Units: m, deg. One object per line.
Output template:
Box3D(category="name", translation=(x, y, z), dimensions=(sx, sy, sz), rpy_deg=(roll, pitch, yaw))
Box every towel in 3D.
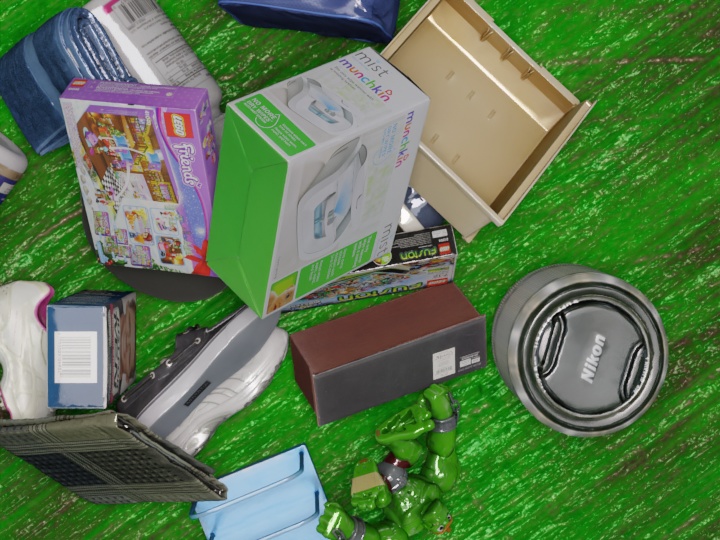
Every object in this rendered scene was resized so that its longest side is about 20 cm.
Box3D(category="towel", translation=(-0.300, -0.188, 1.414), dimensions=(0.048, 0.199, 0.112), rpy_deg=(-39, 104, -32))
Box3D(category="towel", translation=(-0.254, 0.187, 1.429), dimensions=(0.198, 0.193, 0.035), rpy_deg=(-6, 56, 32))

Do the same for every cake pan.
Box3D(category="cake pan", translation=(-0.200, -0.045, 1.451), dimensions=(0.198, 0.037, 0.202), rpy_deg=(10, 131, 11))

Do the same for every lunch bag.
Box3D(category="lunch bag", translation=(-0.053, -0.316, 1.440), dimensions=(0.198, 0.136, 0.134), rpy_deg=(9, 90, 8))

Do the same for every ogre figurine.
Box3D(category="ogre figurine", translation=(0.045, 0.225, 1.494), dimensions=(0.097, 0.201, 0.120), rpy_deg=(0, 139, 32))

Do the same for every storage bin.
Box3D(category="storage bin", translation=(0.110, -0.171, 1.455), dimensions=(0.200, 0.094, 0.199), rpy_deg=(42, 67, -4))

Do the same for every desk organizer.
Box3D(category="desk organizer", translation=(0.029, 0.085, 1.507), dimensions=(0.198, 0.077, 0.072), rpy_deg=(-18, 129, -16))

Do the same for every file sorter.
Box3D(category="file sorter", translation=(-0.086, 0.312, 1.498), dimensions=(0.137, 0.123, 0.202), rpy_deg=(-21, 95, 0))

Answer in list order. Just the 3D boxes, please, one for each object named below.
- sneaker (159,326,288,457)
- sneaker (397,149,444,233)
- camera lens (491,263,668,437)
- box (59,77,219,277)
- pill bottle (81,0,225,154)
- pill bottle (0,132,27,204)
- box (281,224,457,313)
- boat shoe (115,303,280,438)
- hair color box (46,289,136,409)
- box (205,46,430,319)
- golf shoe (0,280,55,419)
Box3D(category="sneaker", translation=(-0.164, 0.119, 1.506), dimensions=(0.200, 0.078, 0.099), rpy_deg=(-43, 90, 0))
Box3D(category="sneaker", translation=(0.025, -0.126, 1.500), dimensions=(0.084, 0.075, 0.200), rpy_deg=(-41, 101, -5))
Box3D(category="camera lens", translation=(0.219, 0.077, 1.453), dimensions=(0.158, 0.200, 0.162), rpy_deg=(0, 95, -2))
Box3D(category="box", translation=(-0.202, -0.087, 1.364), dimensions=(0.135, 0.039, 0.202), rpy_deg=(7, 131, 13))
Box3D(category="pill bottle", translation=(-0.214, -0.188, 1.460), dimensions=(0.113, 0.113, 0.201), rpy_deg=(-37, 94, 1))
Box3D(category="pill bottle", translation=(-0.444, -0.066, 1.460), dimensions=(0.115, 0.116, 0.201), rpy_deg=(36, 93, -4))
Box3D(category="box", translation=(0.000, 0.000, 1.483), dimensions=(0.198, 0.110, 0.035), rpy_deg=(-10, 74, -1))
Box3D(category="boat shoe", translation=(-0.171, 0.091, 1.456), dimensions=(0.200, 0.070, 0.066), rpy_deg=(-46, 67, -1))
Box3D(category="hair color box", translation=(-0.269, 0.076, 1.433), dimensions=(0.060, 0.200, 0.101), rpy_deg=(1, 94, -1))
Box3D(category="box", translation=(-0.044, -0.084, 1.330), dimensions=(0.176, 0.201, 0.097), rpy_deg=(-26, 56, -35))
Box3D(category="golf shoe", translation=(-0.342, 0.106, 1.499), dimensions=(0.091, 0.075, 0.202), rpy_deg=(-17, 96, -4))
